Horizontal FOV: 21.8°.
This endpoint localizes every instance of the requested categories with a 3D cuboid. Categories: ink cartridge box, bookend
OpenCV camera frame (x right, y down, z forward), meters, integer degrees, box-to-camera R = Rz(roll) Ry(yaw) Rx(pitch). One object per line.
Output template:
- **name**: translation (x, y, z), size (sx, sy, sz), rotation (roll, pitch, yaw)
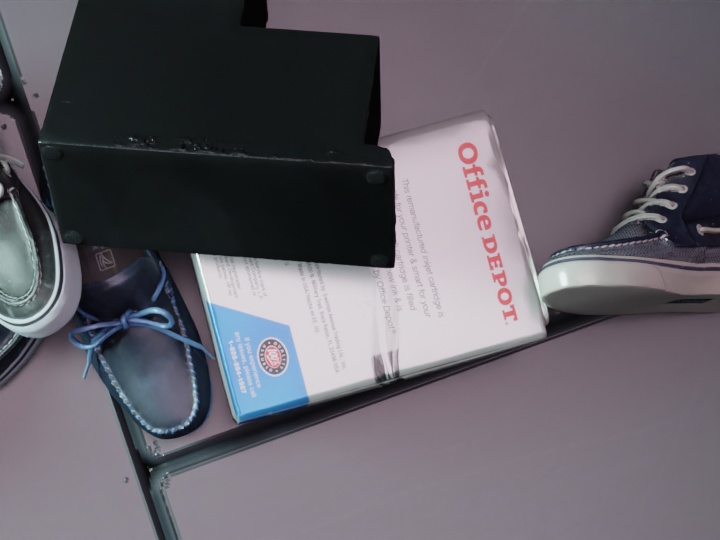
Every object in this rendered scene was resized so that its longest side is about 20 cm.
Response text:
- **ink cartridge box**: translation (0.000, 0.000, 1.157), size (0.198, 0.084, 0.147), rotation (-14, 84, -7)
- **bookend**: translation (-0.069, -0.114, 1.102), size (0.197, 0.092, 0.201), rotation (4, 53, 5)

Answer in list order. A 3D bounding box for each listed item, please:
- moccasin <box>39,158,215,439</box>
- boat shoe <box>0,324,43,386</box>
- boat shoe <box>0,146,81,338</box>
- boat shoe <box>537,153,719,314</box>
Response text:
- **moccasin**: translation (-0.155, 0.012, 1.145), size (0.080, 0.068, 0.201), rotation (-28, 84, -1)
- **boat shoe**: translation (-0.273, 0.061, 1.119), size (0.200, 0.091, 0.071), rotation (-33, 88, -9)
- **boat shoe**: translation (-0.233, -0.049, 1.113), size (0.073, 0.068, 0.200), rotation (-32, 66, 11)
- **boat shoe**: translation (0.182, -0.024, 1.158), size (0.199, 0.074, 0.094), rotation (2, 75, -42)
